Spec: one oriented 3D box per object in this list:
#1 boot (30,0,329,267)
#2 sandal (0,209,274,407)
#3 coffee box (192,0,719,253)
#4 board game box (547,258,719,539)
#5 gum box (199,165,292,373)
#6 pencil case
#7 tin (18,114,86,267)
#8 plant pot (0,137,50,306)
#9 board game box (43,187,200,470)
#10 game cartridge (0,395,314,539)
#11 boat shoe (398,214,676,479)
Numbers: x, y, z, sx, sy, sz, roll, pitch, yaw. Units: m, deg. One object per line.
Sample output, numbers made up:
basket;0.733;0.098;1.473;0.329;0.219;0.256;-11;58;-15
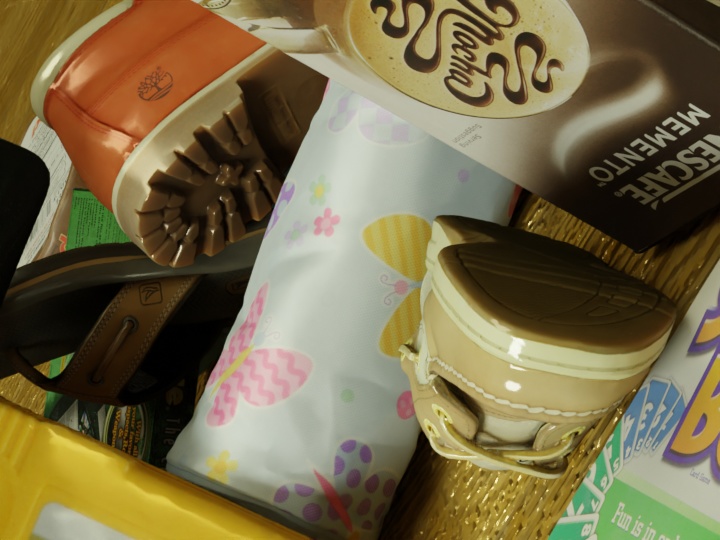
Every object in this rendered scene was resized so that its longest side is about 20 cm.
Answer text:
boot;-0.035;-0.097;0.976;0.199;0.075;0.107;-36;49;-16
sandal;-0.081;0.024;0.987;0.082;0.198;0.055;81;178;-70
coffee box;0.042;-0.098;0.736;0.113;0.199;0.080;-36;31;55
board game box;0.102;0.047;0.671;0.201;0.030;0.096;-58;20;13
gum box;-0.040;-0.067;1.122;0.200;0.044;0.171;-44;29;45
pencil case;0.000;0.000;0.900;0.090;0.083;0.201;10;76;58
tin;-0.177;-0.054;1.499;0.112;0.042;0.201;-51;23;24
plant pot;-0.246;0.047;0.882;0.178;0.199;0.200;-80;14;-56
board game box;-0.106;0.067;1.075;0.105;0.023;0.202;9;91;59
game cartridge;-0.094;0.152;0.841;0.177;0.199;0.032;-67;-22;-4
boat shoe;0.049;0.028;0.750;0.200;0.073;0.067;-81;4;-84
